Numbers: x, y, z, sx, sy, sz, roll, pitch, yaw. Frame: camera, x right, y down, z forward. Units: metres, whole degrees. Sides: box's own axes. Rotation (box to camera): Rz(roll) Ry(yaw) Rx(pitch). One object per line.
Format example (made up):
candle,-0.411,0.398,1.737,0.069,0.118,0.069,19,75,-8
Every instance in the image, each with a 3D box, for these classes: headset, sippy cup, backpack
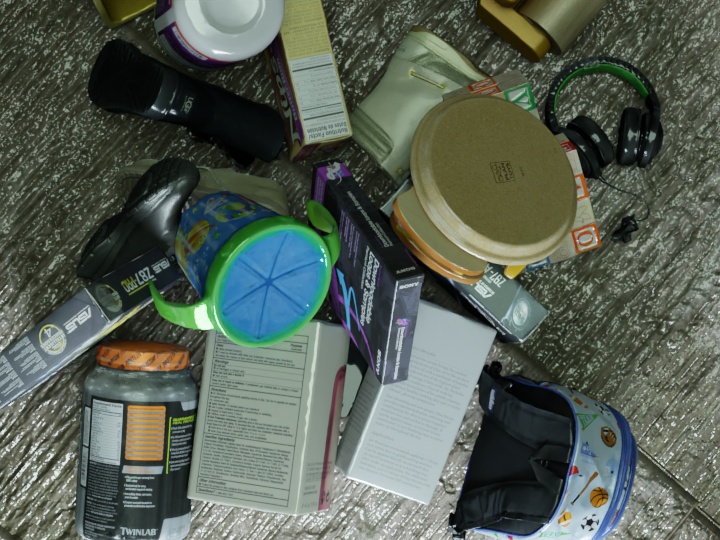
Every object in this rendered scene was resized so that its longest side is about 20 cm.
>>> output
headset,0.272,-0.134,1.635,0.123,0.094,0.201,-11,72,-3
sippy cup,-0.118,-0.012,1.487,0.177,0.130,0.140,7,110,-40
backpack,0.197,0.207,1.543,0.153,0.190,0.201,12,87,-19

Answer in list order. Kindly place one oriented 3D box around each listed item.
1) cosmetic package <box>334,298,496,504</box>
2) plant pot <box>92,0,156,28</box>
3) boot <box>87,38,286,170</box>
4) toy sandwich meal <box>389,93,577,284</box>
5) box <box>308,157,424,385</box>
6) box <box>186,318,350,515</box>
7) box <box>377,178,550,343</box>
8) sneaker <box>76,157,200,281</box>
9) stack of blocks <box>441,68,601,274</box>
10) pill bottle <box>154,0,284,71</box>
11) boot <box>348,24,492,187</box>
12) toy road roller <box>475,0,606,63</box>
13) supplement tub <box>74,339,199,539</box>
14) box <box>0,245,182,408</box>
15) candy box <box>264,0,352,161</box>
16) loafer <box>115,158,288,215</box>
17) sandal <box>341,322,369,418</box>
cosmetic package,0.056,0.134,1.581,0.101,0.071,0.201,21,92,-16
plant pot,-0.239,-0.410,1.563,0.194,0.196,0.201,-27,79,-4
boot,-0.185,-0.174,1.593,0.168,0.200,0.077,23,92,-36
toy sandwich meal,0.123,-0.079,1.476,0.204,0.070,0.206,10,64,-21
box,0.000,0.000,1.521,0.036,0.143,0.200,-14,44,-23
box,-0.094,0.147,1.557,0.127,0.109,0.201,6,87,19
box,0.102,-0.006,1.564,0.200,0.160,0.044,43,86,-1
sneaker,-0.216,-0.042,1.566,0.091,0.076,0.200,34,130,-16
stack of blocks,0.171,-0.105,1.570,0.115,0.059,0.201,-19,112,1
pill bottle,-0.151,-0.266,1.540,0.112,0.200,0.113,-1,93,-16
boot,0.092,-0.148,1.617,0.200,0.072,0.155,38,88,-1
toy road roller,0.171,-0.331,1.590,0.200,0.146,0.123,41,86,0
supplement tub,-0.231,0.177,1.549,0.122,0.123,0.201,5,94,-2
box,-0.293,0.062,1.507,0.200,0.161,0.049,-36,89,24
candy box,-0.065,-0.225,1.587,0.056,0.117,0.201,-12,88,-12
loafer,-0.166,-0.076,1.603,0.199,0.068,0.076,15,124,12
sandal,0.006,0.066,1.614,0.076,0.043,0.201,18,86,-2
